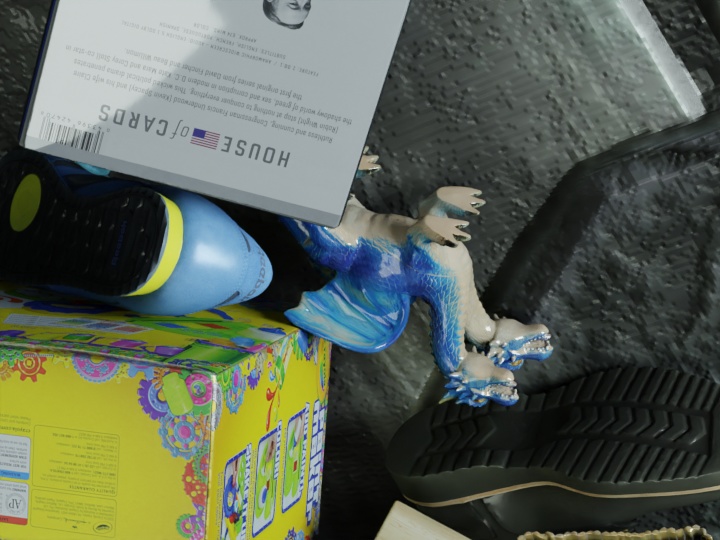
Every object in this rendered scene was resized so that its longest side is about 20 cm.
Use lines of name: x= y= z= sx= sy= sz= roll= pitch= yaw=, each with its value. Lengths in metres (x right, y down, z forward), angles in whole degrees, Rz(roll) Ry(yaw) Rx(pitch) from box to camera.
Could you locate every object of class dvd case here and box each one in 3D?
dvd case: x=-0.052 y=-0.128 z=0.958 sx=0.149 sy=0.025 sz=0.201 roll=15 pitch=113 yaw=-9

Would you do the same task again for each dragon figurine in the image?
dragon figurine: x=0.000 y=0.000 z=1.066 sx=0.199 sy=0.059 sz=0.100 roll=17 pitch=124 yaw=4

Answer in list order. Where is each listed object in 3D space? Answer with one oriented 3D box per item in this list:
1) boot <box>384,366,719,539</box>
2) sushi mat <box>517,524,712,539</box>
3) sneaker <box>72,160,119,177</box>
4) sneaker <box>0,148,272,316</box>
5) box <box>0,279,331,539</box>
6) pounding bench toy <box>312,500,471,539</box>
boot: x=0.127 y=0.124 z=1.107 sx=0.199 sy=0.078 sz=0.139 roll=-3 pitch=129 yaw=38
sushi mat: x=0.142 y=0.183 z=1.123 sx=0.095 sy=0.012 sz=0.200 roll=-3 pitch=144 yaw=15
sneaker: x=-0.097 y=-0.133 z=1.002 sx=0.073 sy=0.082 sz=0.201 roll=16 pitch=128 yaw=15
sneaker: x=-0.118 y=-0.013 z=1.088 sx=0.078 sy=0.066 sz=0.200 roll=16 pitch=179 yaw=-39
box: x=-0.135 y=0.078 z=1.061 sx=0.199 sy=0.193 sz=0.123 roll=6 pitch=99 yaw=15
pounding bench toy: x=-0.005 y=0.201 z=1.152 sx=0.124 sy=0.156 sz=0.200 roll=36 pitch=97 yaw=3
